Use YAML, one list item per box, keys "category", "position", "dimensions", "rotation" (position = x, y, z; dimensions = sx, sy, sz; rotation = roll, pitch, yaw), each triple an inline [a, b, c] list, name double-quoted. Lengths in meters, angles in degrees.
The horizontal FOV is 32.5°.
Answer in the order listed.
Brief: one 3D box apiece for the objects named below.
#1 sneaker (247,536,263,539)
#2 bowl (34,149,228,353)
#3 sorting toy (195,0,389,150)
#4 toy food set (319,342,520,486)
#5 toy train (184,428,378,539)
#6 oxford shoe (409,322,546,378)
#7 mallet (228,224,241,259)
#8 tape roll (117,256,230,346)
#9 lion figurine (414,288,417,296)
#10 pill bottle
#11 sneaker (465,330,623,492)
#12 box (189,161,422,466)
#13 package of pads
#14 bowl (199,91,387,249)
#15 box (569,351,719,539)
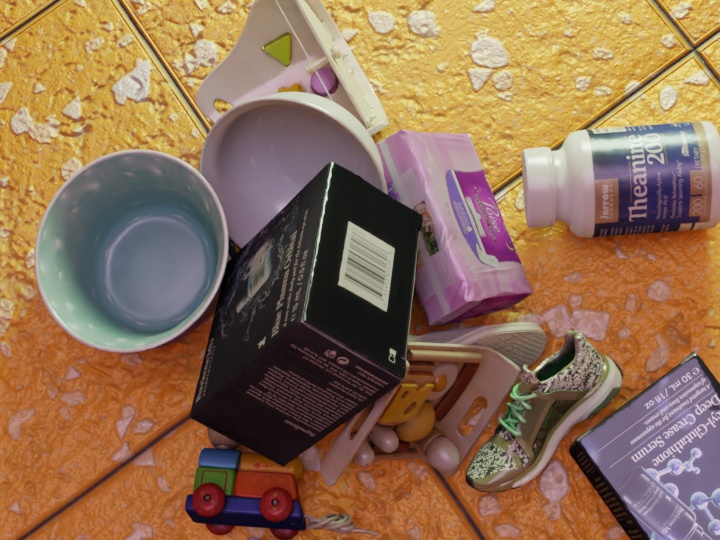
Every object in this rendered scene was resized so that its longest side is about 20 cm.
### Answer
- category: "sneaker"
  position: [-0.035, 0.336, 1.236]
  dimensions: [0.197, 0.079, 0.080]
  rotation: [15, 74, 20]
- category: "bowl"
  position: [-0.218, -0.010, 1.251]
  dimensions: [0.197, 0.105, 0.204]
  rotation: [-1, 78, 7]
- category: "sorting toy"
  position: [-0.085, -0.188, 1.356]
  dimensions: [0.178, 0.107, 0.202]
  rotation: [-31, 80, 8]
- category: "toy food set"
  position: [0.062, 0.146, 1.192]
  dimensions: [0.060, 0.199, 0.145]
  rotation: [43, 111, 32]
- category: "toy train"
  position: [-0.075, 0.210, 1.273]
  dimensions: [0.196, 0.085, 0.117]
  rotation: [2, 64, 6]
- category: "oxford shoe"
  position: [0.098, 0.085, 1.276]
  dimensions: [0.197, 0.076, 0.058]
  rotation: [-14, 37, -13]
- category: "mallet"
  position: [-0.112, 0.000, 1.308]
  dimensions: [0.065, 0.041, 0.203]
  rotation: [-20, 91, -33]
- category: "tape roll"
  position: [-0.244, -0.019, 1.345]
  dimensions: [0.196, 0.066, 0.204]
  rotation: [-1, 76, 5]
- category: "lion figurine"
  position: [0.000, 0.000, 1.319]
  dimensions: [0.122, 0.072, 0.202]
  rotation: [-31, 59, 24]
- category: "pill bottle"
  position: [0.270, -0.093, 1.284]
  dimensions: [0.196, 0.111, 0.113]
  rotation: [-4, 76, 5]
- category: "sneaker"
  position: [0.170, 0.135, 1.245]
  dimensions: [0.200, 0.077, 0.089]
  rotation: [-43, 120, -11]
- category: "box"
  position: [-0.050, 0.043, 1.168]
  dimensions: [0.116, 0.200, 0.199]
  rotation: [29, 45, -22]
- category: "package of pads"
  position: [0.093, -0.048, 1.287]
  dimensions: [0.075, 0.119, 0.203]
  rotation: [-33, 72, 40]
- category: "bowl"
  position: [-0.057, -0.103, 1.262]
  dimensions: [0.198, 0.204, 0.091]
  rotation: [14, 36, 9]
- category: "box"
  position: [0.323, 0.211, 1.212]
  dimensions: [0.148, 0.107, 0.201]
  rotation: [-35, 77, -4]
